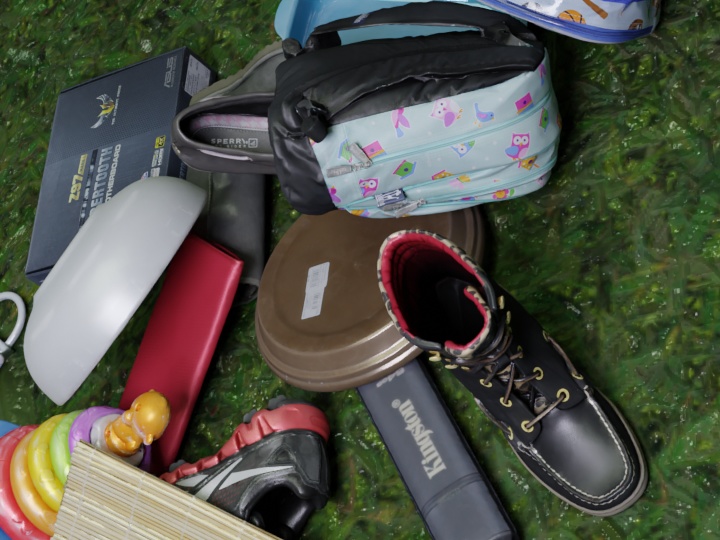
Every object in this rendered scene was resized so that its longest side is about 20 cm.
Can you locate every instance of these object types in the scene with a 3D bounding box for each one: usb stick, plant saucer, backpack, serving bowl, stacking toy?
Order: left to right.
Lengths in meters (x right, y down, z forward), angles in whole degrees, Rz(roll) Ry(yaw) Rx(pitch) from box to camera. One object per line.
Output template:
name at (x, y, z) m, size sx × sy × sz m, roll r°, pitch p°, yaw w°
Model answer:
stacking toy at (-0.201, 0.140, 1.177) m, size 0.200 × 0.110 × 0.116 m, roll -36°, pitch 41°, yaw 37°
serving bowl at (-0.199, 0.003, 1.201) m, size 0.200 × 0.066 × 0.200 m, roll -52°, pitch 9°, yaw 12°
plant saucer at (0.000, 0.000, 1.170) m, size 0.200 × 0.029 × 0.200 m, roll -22°, pitch 44°, yaw 22°
backpack at (0.042, -0.110, 1.119) m, size 0.200 × 0.127 × 0.167 m, roll -10°, pitch 34°, yaw 5°
usb stick at (0.048, 0.127, 1.079) m, size 0.055 × 0.033 × 0.200 m, roll -40°, pitch 47°, yaw 13°
backpack at (0.148, -0.245, 1.094) m, size 0.200 × 0.190 × 0.154 m, roll 18°, pitch 103°, yaw 22°

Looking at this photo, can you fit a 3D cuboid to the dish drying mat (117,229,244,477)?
dish drying mat at (-0.146, 0.071, 1.227) m, size 0.077 × 0.018 × 0.200 m, roll 31°, pitch 104°, yaw 42°

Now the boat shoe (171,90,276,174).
boat shoe at (-0.049, -0.107, 1.216) m, size 0.199 × 0.057 × 0.067 m, roll -3°, pitch 79°, yaw 1°

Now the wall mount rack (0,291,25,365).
wall mount rack at (-0.368, 0.103, 1.383) m, size 0.174 × 0.075 × 0.200 m, roll 32°, pitch 87°, yaw 44°

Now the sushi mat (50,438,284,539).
sushi mat at (-0.130, 0.199, 1.104) m, size 0.200 × 0.012 × 0.096 m, roll 23°, pitch 114°, yaw 17°

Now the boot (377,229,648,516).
boot at (0.093, 0.062, 0.991) m, size 0.073 × 0.151 × 0.200 m, roll -38°, pitch 59°, yaw 8°

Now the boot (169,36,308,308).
boot at (-0.088, -0.075, 1.278) m, size 0.182 × 0.073 × 0.200 m, roll -28°, pitch 43°, yaw 38°

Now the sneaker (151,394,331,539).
sneaker at (-0.100, 0.178, 1.136) m, size 0.200 × 0.071 × 0.098 m, roll -34°, pitch 48°, yaw 16°

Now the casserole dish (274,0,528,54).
casserole dish at (0.033, -0.186, 1.230) m, size 0.200 × 0.039 × 0.121 m, roll 5°, pitch 59°, yaw 13°

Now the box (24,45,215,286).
box at (-0.213, -0.088, 1.394) m, size 0.157 × 0.051 × 0.200 m, roll -14°, pitch 57°, yaw 33°
